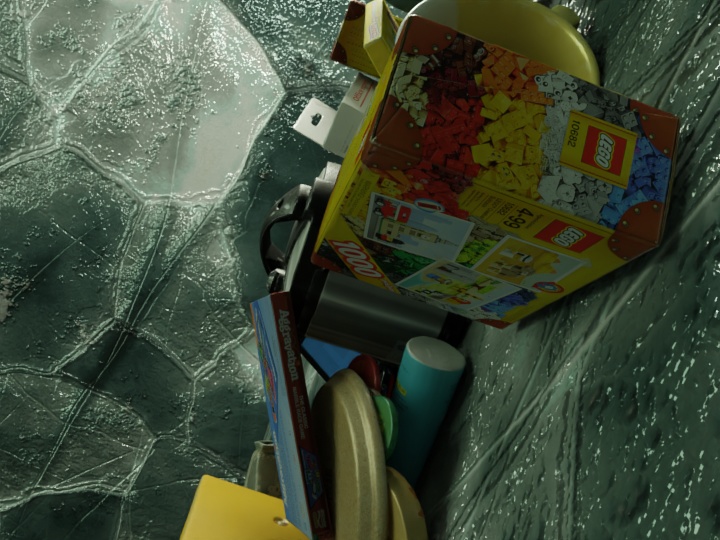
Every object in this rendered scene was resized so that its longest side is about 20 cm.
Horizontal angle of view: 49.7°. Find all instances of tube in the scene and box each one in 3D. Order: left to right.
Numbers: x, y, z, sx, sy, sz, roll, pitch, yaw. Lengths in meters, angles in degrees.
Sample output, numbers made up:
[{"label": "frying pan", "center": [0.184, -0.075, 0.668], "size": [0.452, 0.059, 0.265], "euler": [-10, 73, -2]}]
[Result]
[{"label": "tube", "center": [0.037, 0.154, 0.670], "size": [0.077, 0.050, 0.200], "euler": [-91, 16, -66]}]

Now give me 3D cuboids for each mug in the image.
[{"label": "mug", "center": [0.107, -0.117, 0.622], "size": [0.153, 0.186, 0.150], "euler": [103, 150, -58]}]

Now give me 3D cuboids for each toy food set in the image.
[{"label": "toy food set", "center": [-0.004, 0.175, 0.647], "size": [0.200, 0.049, 0.198], "euler": [122, 145, -58]}]

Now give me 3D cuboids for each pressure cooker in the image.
[{"label": "pressure cooker", "center": [0.002, -0.010, 0.741], "size": [0.179, 0.200, 0.176], "euler": [-88, 16, -71]}]

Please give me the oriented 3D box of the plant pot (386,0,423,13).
[{"label": "plant pot", "center": [0.096, -0.349, 0.732], "size": [0.196, 0.200, 0.201], "euler": [-11, 58, 63]}]

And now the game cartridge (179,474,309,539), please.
[{"label": "game cartridge", "center": [-0.079, 0.264, 0.711], "size": [0.200, 0.176, 0.032], "euler": [-110, 41, -81]}]

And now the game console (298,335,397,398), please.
[{"label": "game console", "center": [-0.039, 0.156, 0.974], "size": [0.200, 0.118, 0.173], "euler": [121, 167, -64]}]

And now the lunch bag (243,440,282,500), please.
[{"label": "lunch bag", "center": [-0.087, 0.286, 0.914], "size": [0.200, 0.117, 0.164], "euler": [142, 136, -74]}]

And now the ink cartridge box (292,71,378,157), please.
[{"label": "ink cartridge box", "center": [0.028, -0.177, 0.968], "size": [0.117, 0.200, 0.068], "euler": [-72, 8, -57]}]

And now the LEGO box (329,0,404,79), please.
[{"label": "LEGO box", "center": [0.066, -0.276, 1.009], "size": [0.149, 0.200, 0.077], "euler": [-90, 21, -74]}]

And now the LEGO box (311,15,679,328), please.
[{"label": "LEGO box", "center": [0.064, -0.042, 0.465], "size": [0.200, 0.149, 0.077], "euler": [125, 163, -71]}]

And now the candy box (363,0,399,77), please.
[{"label": "candy box", "center": [0.061, -0.181, 0.822], "size": [0.026, 0.200, 0.102], "euler": [-21, 37, 21]}]

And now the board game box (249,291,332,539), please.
[{"label": "board game box", "center": [-0.062, 0.122, 0.669], "size": [0.103, 0.019, 0.200], "euler": [161, 100, -70]}]
